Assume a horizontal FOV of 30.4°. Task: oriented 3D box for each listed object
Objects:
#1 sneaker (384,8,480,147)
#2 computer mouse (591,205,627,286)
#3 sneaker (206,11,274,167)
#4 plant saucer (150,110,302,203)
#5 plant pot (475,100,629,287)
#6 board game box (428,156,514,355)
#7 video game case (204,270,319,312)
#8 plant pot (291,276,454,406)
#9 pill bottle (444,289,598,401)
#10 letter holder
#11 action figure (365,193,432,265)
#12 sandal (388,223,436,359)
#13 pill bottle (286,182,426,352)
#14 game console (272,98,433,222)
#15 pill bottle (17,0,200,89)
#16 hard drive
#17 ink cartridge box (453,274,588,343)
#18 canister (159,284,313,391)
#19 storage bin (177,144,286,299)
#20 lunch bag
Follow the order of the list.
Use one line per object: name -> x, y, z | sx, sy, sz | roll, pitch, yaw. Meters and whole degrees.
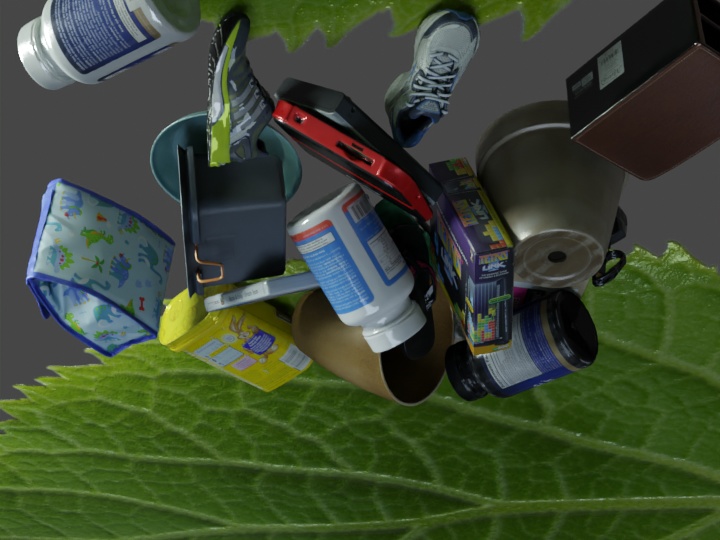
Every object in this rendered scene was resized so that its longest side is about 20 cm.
sneaker -> 0.087, -0.220, 1.568 | 0.076, 0.086, 0.201 | 13, 141, -13
computer mouse -> 0.313, -0.038, 1.708 | 0.058, 0.200, 0.034 | -25, 109, 21
sneaker -> -0.142, -0.217, 1.591 | 0.080, 0.074, 0.202 | -1, 129, -12
plant saucer -> -0.173, -0.146, 1.727 | 0.197, 0.036, 0.201 | 2, 142, 1
plant pot -> 0.244, -0.082, 1.662 | 0.197, 0.175, 0.201 | 1, 142, 1
board game box -> 0.139, -0.020, 1.697 | 0.056, 0.201, 0.167 | -12, 129, -8
video game case -> -0.088, 0.018, 1.812 | 0.198, 0.024, 0.181 | -13, 179, -35
plant pot -> 0.003, 0.085, 1.904 | 0.198, 0.188, 0.187 | 7, 150, 36
pill bottle -> 0.219, 0.110, 1.839 | 0.199, 0.113, 0.112 | -26, 134, 33
letter holder -> 0.360, -0.212, 1.545 | 0.141, 0.101, 0.200 | 25, 138, -28
action figure -> 0.064, -0.042, 1.826 | 0.199, 0.055, 0.118 | 26, 136, -37
sandal -> 0.076, 0.030, 1.780 | 0.075, 0.045, 0.202 | -25, 117, -29
pill bottle -> 0.000, 0.000, 1.696 | 0.112, 0.112, 0.201 | -24, 102, 31
game console -> -0.008, -0.133, 1.612 | 0.199, 0.031, 0.177 | 32, 179, 19
pill bottle -> -0.289, -0.279, 1.503 | 0.198, 0.112, 0.111 | -20, 137, 27
hard drive -> 0.000, -0.159, 1.636 | 0.200, 0.033, 0.139 | 39, 172, -36
ink cartridge box -> 0.223, 0.034, 1.893 | 0.163, 0.076, 0.201 | 5, 143, -4
canister -> -0.181, 0.098, 2.002 | 0.199, 0.087, 0.148 | 30, 136, -32
storage bin -> -0.163, -0.059, 1.709 | 0.133, 0.147, 0.201 | -5, 143, -6
lunch bag -> -0.366, -0.006, 1.814 | 0.126, 0.172, 0.200 | -21, 137, 28
